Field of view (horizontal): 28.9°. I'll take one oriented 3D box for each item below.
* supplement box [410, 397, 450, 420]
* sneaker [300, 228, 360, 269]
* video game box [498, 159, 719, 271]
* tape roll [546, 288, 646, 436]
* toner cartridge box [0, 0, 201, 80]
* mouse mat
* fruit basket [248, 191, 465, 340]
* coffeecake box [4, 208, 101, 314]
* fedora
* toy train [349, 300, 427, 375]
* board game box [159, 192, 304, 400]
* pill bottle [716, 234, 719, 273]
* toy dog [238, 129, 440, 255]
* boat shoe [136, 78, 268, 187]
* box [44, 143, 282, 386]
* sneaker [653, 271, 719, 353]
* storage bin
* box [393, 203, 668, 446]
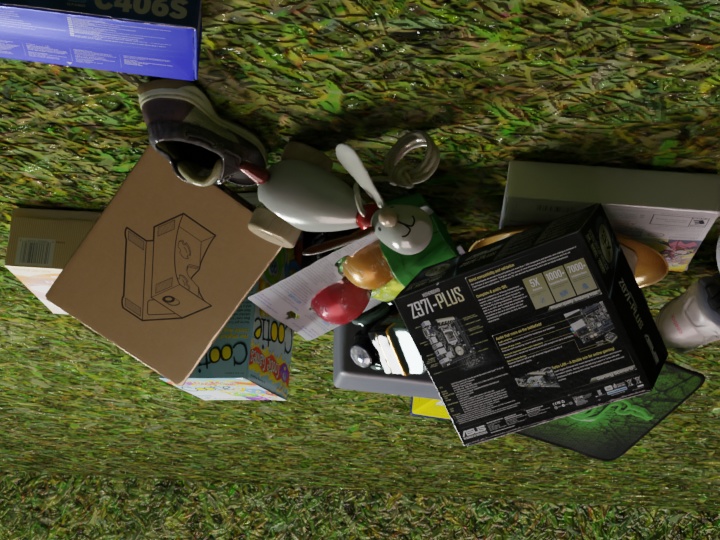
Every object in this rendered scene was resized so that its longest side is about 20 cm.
[{"bbox_3d":[0.148,0.134,1.895,0.109,0.110,0.200,9,163,-12],"label":"supplement box"},{"bbox_3d":[-0.065,-0.005,1.574,0.200,0.076,0.091,1,170,23],"label":"sneaker"},{"bbox_3d":[0.238,-0.051,1.374,0.200,0.047,0.182,5,161,3],"label":"video game box"},{"bbox_3d":[0.232,0.088,1.563,0.085,0.200,0.200,14,161,-25],"label":"tape roll"},{"bbox_3d":[-0.220,-0.192,1.053,0.200,0.043,0.095,6,162,-5],"label":"toner cartridge box"},{"bbox_3d":[0.245,0.135,1.465,0.200,0.008,0.161,20,128,-28],"label":"mouse mat"},{"bbox_3d":[0.000,0.000,1.432,0.200,0.094,0.185,-23,158,11],"label":"fruit basket"},{"bbox_3d":[-0.310,-0.005,1.638,0.153,0.073,0.200,3,163,5],"label":"coffeecake box"},{"bbox_3d":[0.203,0.017,1.386,0.200,0.082,0.201,6,162,2],"label":"fedora"},{"bbox_3d":[0.078,0.050,1.553,0.114,0.085,0.200,-2,-155,46],"label":"toy train"},{"bbox_3d":[-0.133,0.030,1.480,0.105,0.200,0.103,-1,162,22],"label":"board game box"},{"bbox_3d":[0.407,-0.005,1.360,0.111,0.111,0.200,-1,162,20],"label":"pill bottle"},{"bbox_3d":[-0.033,-0.068,1.251,0.200,0.132,0.096,-8,157,36],"label":"toy dog"},{"bbox_3d":[-0.144,-0.108,1.264,0.072,0.066,0.201,-3,162,19],"label":"boat shoe"},{"bbox_3d":[-0.188,-0.005,1.364,0.163,0.200,0.021,35,-162,-8],"label":"box"},{"bbox_3d":[0.373,0.048,1.525,0.099,0.078,0.200,-32,162,31],"label":"sneaker"},{"bbox_3d":[0.050,0.083,1.716,0.200,0.135,0.146,8,163,-5],"label":"storage bin"},{"bbox_3d":[0.159,0.053,1.303,0.200,0.164,0.086,-22,-170,29],"label":"box"}]
